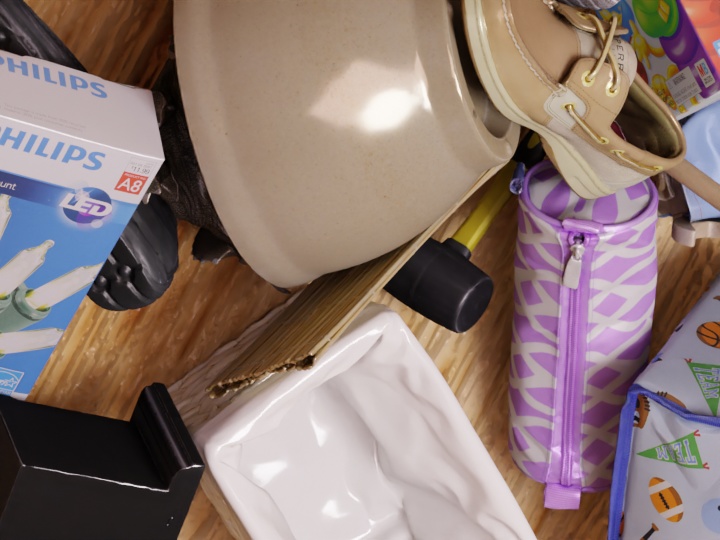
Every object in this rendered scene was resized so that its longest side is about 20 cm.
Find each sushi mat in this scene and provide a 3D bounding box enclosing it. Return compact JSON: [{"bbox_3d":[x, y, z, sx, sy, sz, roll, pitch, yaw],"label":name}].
[{"bbox_3d":[0.000,0.000,1.566,0.012,0.096,0.200,55,52,-15],"label":"sushi mat"}]

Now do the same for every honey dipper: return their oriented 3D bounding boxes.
[{"bbox_3d":[0.155,-0.073,1.607,0.038,0.200,0.038,-28,140,-27],"label":"honey dipper"}]

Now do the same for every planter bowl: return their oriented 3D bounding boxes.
[{"bbox_3d":[0.004,-0.101,1.507,0.134,0.200,0.201,-11,110,20],"label":"planter bowl"}]

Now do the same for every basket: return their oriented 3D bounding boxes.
[{"bbox_3d":[-0.008,0.123,1.613,0.135,0.123,0.200,-36,112,-13],"label":"basket"}]

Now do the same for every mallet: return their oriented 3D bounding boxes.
[{"bbox_3d":[0.079,-0.058,1.664,0.200,0.066,0.041,-59,158,-18],"label":"mallet"}]

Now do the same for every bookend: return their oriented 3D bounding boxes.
[{"bbox_3d":[-0.214,0.149,1.518,0.200,0.092,0.199,12,113,-25],"label":"bookend"}]

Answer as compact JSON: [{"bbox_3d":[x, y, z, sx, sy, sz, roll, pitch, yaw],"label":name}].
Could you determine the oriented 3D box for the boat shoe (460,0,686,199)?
[{"bbox_3d":[0.112,-0.104,1.502,0.200,0.066,0.074,41,43,-55],"label":"boat shoe"}]

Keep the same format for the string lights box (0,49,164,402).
[{"bbox_3d":[-0.190,-0.017,1.487,0.103,0.059,0.200,14,129,-25],"label":"string lights box"}]

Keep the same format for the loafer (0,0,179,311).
[{"bbox_3d":[-0.157,-0.070,1.542,0.068,0.070,0.201,-16,119,26],"label":"loafer"}]

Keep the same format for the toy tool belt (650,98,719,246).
[{"bbox_3d":[0.212,-0.064,1.670,0.200,0.123,0.125,-27,110,-16],"label":"toy tool belt"}]

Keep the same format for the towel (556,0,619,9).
[{"bbox_3d":[0.061,-0.216,1.529,0.086,0.200,0.166,-45,114,-14],"label":"towel"}]

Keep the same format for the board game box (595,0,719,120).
[{"bbox_3d":[0.177,-0.198,1.599,0.105,0.103,0.200,-27,87,-18],"label":"board game box"}]

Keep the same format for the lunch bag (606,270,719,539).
[{"bbox_3d":[0.221,0.124,1.677,0.170,0.124,0.200,-42,147,-49],"label":"lunch bag"}]

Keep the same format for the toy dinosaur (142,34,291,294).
[{"bbox_3d":[-0.088,-0.079,1.553,0.077,0.102,0.200,-16,88,5],"label":"toy dinosaur"}]

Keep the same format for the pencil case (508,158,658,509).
[{"bbox_3d":[0.126,0.031,1.643,0.084,0.086,0.200,0,124,2],"label":"pencil case"}]
